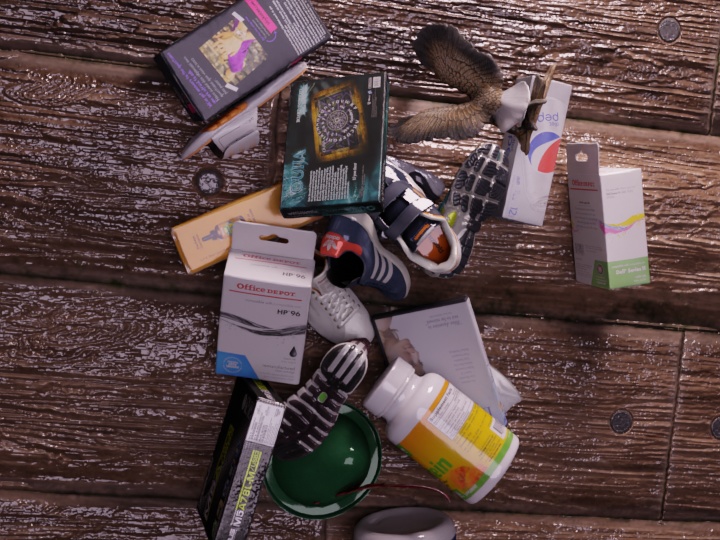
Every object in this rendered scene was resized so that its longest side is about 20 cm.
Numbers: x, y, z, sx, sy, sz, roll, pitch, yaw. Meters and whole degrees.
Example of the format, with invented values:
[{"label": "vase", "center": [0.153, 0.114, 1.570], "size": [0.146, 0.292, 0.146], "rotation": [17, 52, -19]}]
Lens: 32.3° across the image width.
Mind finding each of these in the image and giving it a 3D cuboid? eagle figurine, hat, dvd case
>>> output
[{"label": "eagle figurine", "center": [0.143, -0.226, 1.661], "size": [0.198, 0.152, 0.152], "rotation": [19, 133, 3]}, {"label": "hat", "center": [-0.024, 0.266, 1.656], "size": [0.199, 0.176, 0.167], "rotation": [-29, 101, -9]}, {"label": "dvd case", "center": [0.108, 0.140, 1.711], "size": [0.141, 0.018, 0.202], "rotation": [-12, 108, 20]}]

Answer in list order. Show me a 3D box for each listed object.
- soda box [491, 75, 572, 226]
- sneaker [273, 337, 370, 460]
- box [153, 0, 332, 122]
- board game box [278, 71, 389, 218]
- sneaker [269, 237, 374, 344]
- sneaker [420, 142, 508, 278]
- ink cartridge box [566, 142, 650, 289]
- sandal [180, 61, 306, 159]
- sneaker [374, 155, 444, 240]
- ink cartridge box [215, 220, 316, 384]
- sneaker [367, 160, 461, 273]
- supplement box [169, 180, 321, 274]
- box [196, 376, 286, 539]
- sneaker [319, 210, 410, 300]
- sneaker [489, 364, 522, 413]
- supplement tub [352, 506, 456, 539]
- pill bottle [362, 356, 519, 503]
[{"label": "soda box", "center": [0.235, -0.166, 1.735], "size": [0.063, 0.068, 0.202], "rotation": [12, 92, -14]}, {"label": "sneaker", "center": [-0.045, 0.168, 1.676], "size": [0.076, 0.115, 0.200], "rotation": [43, 110, 2]}, {"label": "box", "center": [-0.153, -0.286, 1.602], "size": [0.199, 0.122, 0.107], "rotation": [-34, 102, -8]}, {"label": "board game box", "center": [-0.032, -0.164, 1.615], "size": [0.134, 0.028, 0.202], "rotation": [-3, 62, 13]}, {"label": "sneaker", "center": [-0.049, 0.034, 1.675], "size": [0.200, 0.085, 0.073], "rotation": [46, 76, -14]}, {"label": "sneaker", "center": [0.132, -0.087, 1.711], "size": [0.077, 0.080, 0.201], "rotation": [28, 92, -25]}, {"label": "ink cartridge box", "center": [0.345, -0.082, 1.743], "size": [0.067, 0.117, 0.202], "rotation": [-8, 98, -13]}, {"label": "sandal", "center": [-0.143, -0.195, 1.631], "size": [0.206, 0.079, 0.059], "rotation": [-37, 104, -3]}, {"label": "sneaker", "center": [0.010, -0.104, 1.683], "size": [0.198, 0.075, 0.115], "rotation": [20, 91, -14]}, {"label": "ink cartridge box", "center": [-0.123, 0.043, 1.615], "size": [0.115, 0.068, 0.201], "rotation": [7, 123, -2]}, {"label": "sneaker", "center": [0.058, -0.075, 1.620], "size": [0.200, 0.079, 0.079], "rotation": [40, 99, -9]}, {"label": "supplement box", "center": [-0.152, -0.064, 1.654], "size": [0.199, 0.069, 0.067], "rotation": [-24, 99, -12]}, {"label": "box", "center": [-0.157, 0.245, 1.617], "size": [0.047, 0.193, 0.202], "rotation": [17, 92, -16]}, {"label": "sneaker", "center": [0.000, 0.000, 1.651], "size": [0.200, 0.074, 0.085], "rotation": [51, 58, -47]}, {"label": "sneaker", "center": [0.137, 0.136, 1.740], "size": [0.080, 0.070, 0.200], "rotation": [-43, 102, 2]}, {"label": "supplement tub", "center": [0.067, 0.441, 1.713], "size": [0.143, 0.144, 0.202], "rotation": [-6, 97, -13]}, {"label": "pill bottle", "center": [0.104, 0.209, 1.668], "size": [0.199, 0.111, 0.111], "rotation": [38, 86, -1]}]
